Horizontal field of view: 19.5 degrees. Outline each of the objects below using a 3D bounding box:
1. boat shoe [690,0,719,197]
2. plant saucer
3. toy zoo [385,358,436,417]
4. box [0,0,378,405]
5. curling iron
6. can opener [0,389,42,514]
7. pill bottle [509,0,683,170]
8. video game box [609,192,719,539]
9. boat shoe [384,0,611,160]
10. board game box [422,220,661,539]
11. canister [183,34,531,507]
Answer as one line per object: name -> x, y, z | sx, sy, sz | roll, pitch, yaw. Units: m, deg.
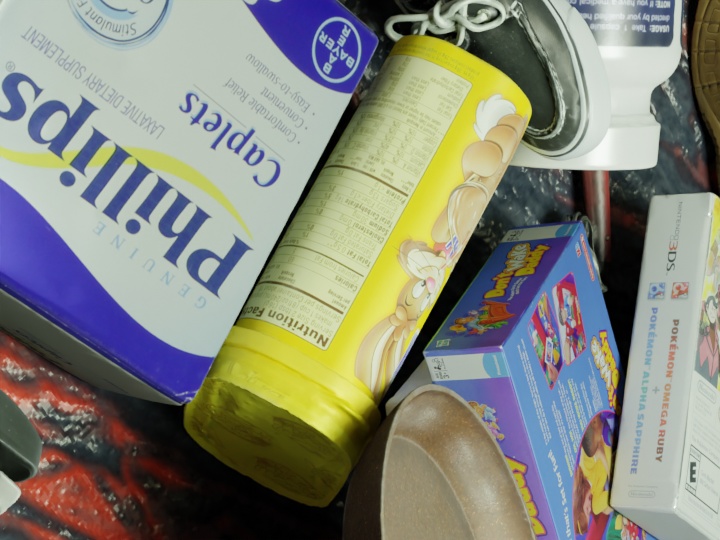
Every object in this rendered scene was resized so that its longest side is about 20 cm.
boat shoe -> 0.250, -0.100, 1.270 | 0.069, 0.071, 0.201 | -25, 115, -43
plant saucer -> 0.040, 0.153, 0.955 | 0.200, 0.034, 0.201 | 48, 33, -47
toy zoo -> 0.065, 0.096, 1.119 | 0.200, 0.020, 0.132 | -47, 126, -53
box -> -0.118, -0.071, 0.936 | 0.184, 0.105, 0.201 | 37, 73, -37
curling iron -> 0.131, -0.082, 1.188 | 0.050, 0.025, 0.201 | -3, 95, -74
can opener -> -0.220, 0.045, 0.911 | 0.200, 0.052, 0.067 | 47, 32, -36
pill bottle -> 0.115, -0.157, 1.113 | 0.115, 0.115, 0.201 | -4, 98, -40
video game box -> 0.209, 0.076, 1.215 | 0.200, 0.047, 0.183 | 38, 60, -54
boat shoe -> 0.050, -0.138, 1.042 | 0.068, 0.073, 0.200 | -25, 86, -52
board game box -> 0.103, 0.094, 1.119 | 0.135, 0.045, 0.201 | -50, 129, -52
canister -> 0.000, 0.000, 1.021 | 0.086, 0.149, 0.201 | 28, 71, 2
